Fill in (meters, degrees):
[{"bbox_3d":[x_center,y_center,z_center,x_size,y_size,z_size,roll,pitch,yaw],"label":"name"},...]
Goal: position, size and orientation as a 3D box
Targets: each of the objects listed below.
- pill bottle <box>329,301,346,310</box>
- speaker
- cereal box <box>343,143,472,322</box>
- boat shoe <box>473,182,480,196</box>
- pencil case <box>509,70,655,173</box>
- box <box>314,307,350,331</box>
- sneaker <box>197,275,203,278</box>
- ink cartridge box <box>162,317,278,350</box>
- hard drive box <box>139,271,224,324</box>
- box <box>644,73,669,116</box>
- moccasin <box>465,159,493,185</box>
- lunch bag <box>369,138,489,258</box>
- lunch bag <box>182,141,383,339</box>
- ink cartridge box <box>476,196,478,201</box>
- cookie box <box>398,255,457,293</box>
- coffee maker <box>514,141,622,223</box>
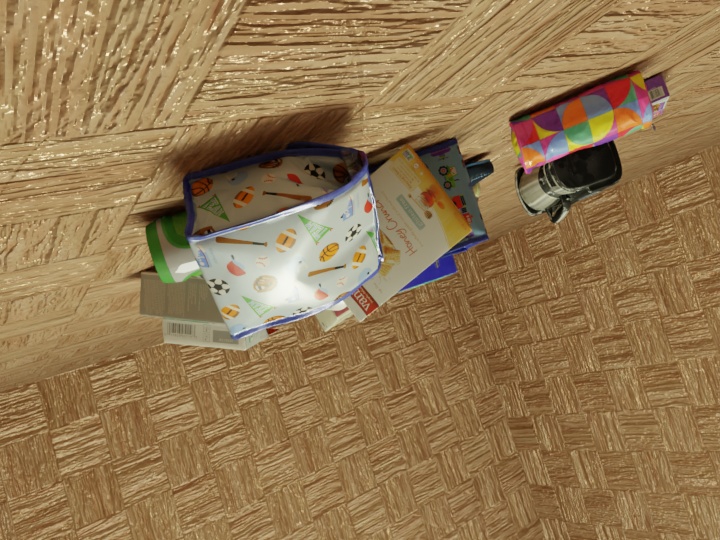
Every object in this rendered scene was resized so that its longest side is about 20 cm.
[{"bbox_3d":[-0.068,-0.003,0.929,0.195,0.116,0.113,8,165,-21],"label":"pill bottle"},{"bbox_3d":[-0.163,-0.050,0.791,0.196,0.090,0.088,-18,176,-9],"label":"speaker"},{"bbox_3d":[0.031,-0.049,0.843,0.199,0.145,0.040,-40,-175,8],"label":"cereal box"},{"bbox_3d":[0.145,-0.124,1.225,0.198,0.075,0.062,-26,169,38],"label":"boat shoe"},{"bbox_3d":[0.313,-0.208,0.888,0.196,0.090,0.088,-18,176,14],"label":"pencil case"},{"bbox_3d":[0.000,0.000,1.083,0.198,0.110,0.128,-32,174,-20],"label":"box"},{"bbox_3d":[-0.218,-0.012,0.902,0.079,0.076,0.198,-6,-174,-32],"label":"sneaker"},{"bbox_3d":[-0.253,0.103,1.173,0.157,0.051,0.200,4,-173,10],"label":"ink cartridge box"},{"bbox_3d":[-0.265,0.045,1.115,0.195,0.079,0.156,4,-177,17],"label":"hard drive box"},{"bbox_3d":[0.394,-0.246,1.025,0.196,0.040,0.136,-21,174,21],"label":"box"},{"bbox_3d":[0.167,-0.142,1.147,0.079,0.070,0.198,-14,174,-43],"label":"moccasin"},{"bbox_3d":[0.063,-0.082,0.906,0.196,0.154,0.094,-17,175,-15],"label":"lunch bag"},{"bbox_3d":[-0.076,-0.040,0.690,0.195,0.125,0.172,-15,140,-3],"label":"lunch bag"},{"bbox_3d":[0.102,-0.108,1.098,0.118,0.043,0.199,26,155,-18],"label":"ink cartridge box"},{"bbox_3d":[0.088,-0.044,1.340,0.196,0.175,0.075,-17,178,-15],"label":"cookie box"},{"bbox_3d":[0.422,-0.205,1.234,0.191,0.135,0.200,-41,180,-9],"label":"coffee maker"}]
